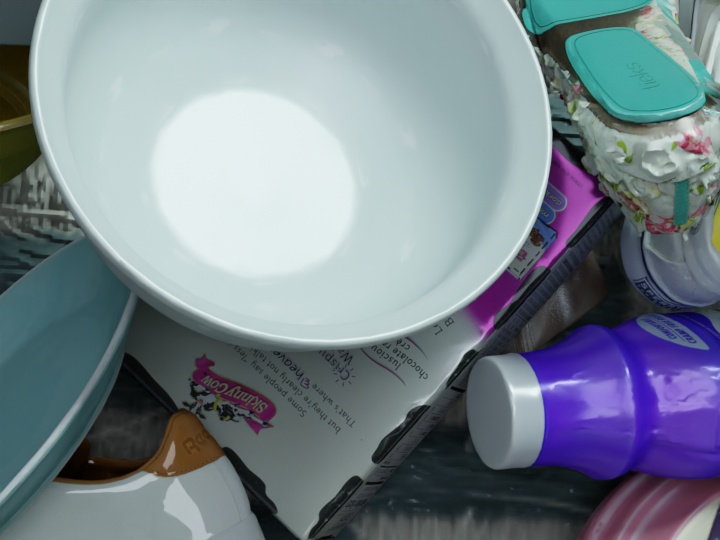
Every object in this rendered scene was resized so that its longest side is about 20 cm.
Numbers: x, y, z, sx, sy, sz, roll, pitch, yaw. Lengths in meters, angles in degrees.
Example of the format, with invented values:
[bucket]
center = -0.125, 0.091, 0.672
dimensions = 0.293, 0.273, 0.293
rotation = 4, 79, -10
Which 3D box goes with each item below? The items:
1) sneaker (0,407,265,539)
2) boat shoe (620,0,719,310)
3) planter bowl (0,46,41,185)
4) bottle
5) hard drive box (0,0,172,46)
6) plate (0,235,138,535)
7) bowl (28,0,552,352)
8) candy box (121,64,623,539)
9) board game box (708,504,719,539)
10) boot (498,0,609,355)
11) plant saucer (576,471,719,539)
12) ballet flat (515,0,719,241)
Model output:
[sneaker]
center = -0.145, 0.114, 0.730
dimensions = 0.200, 0.073, 0.085
rotation = -22, 93, 4
[boat shoe]
center = 0.172, -0.082, 0.731
dimensions = 0.074, 0.086, 0.202
rotation = 28, 73, -19
[planter bowl]
center = -0.191, -0.090, 0.766
dimensions = 0.200, 0.084, 0.201
rotation = 4, 43, -4
[bottle]
center = 0.145, 0.052, 0.743
dimensions = 0.199, 0.084, 0.065
rotation = -3, 107, -20
[hard drive box]
center = -0.160, -0.186, 0.756
dimensions = 0.155, 0.077, 0.200
rotation = 1, 43, -8
[plate]
center = -0.150, 0.065, 0.707
dimensions = 0.026, 0.200, 0.200
rotation = 43, 76, -23
[bowl]
center = -0.034, -0.049, 0.674
dimensions = 0.201, 0.090, 0.202
rotation = 7, 64, -16
[candy box]
center = 0.000, 0.000, 0.757
dimensions = 0.136, 0.061, 0.200
rotation = 43, 92, 14
[board game box]
center = 0.172, 0.199, 0.692
dimensions = 0.120, 0.032, 0.200
rotation = 30, 65, -10
[boot]
center = 0.092, -0.063, 0.808
dimensions = 0.186, 0.064, 0.201
rotation = -16, 75, 6
[plant saucer]
center = 0.183, 0.167, 0.749
dimensions = 0.200, 0.051, 0.201
rotation = 5, 71, -15
[ballet flat]
center = 0.105, -0.079, 0.719
dimensions = 0.075, 0.064, 0.200
rotation = -10, 33, 5
